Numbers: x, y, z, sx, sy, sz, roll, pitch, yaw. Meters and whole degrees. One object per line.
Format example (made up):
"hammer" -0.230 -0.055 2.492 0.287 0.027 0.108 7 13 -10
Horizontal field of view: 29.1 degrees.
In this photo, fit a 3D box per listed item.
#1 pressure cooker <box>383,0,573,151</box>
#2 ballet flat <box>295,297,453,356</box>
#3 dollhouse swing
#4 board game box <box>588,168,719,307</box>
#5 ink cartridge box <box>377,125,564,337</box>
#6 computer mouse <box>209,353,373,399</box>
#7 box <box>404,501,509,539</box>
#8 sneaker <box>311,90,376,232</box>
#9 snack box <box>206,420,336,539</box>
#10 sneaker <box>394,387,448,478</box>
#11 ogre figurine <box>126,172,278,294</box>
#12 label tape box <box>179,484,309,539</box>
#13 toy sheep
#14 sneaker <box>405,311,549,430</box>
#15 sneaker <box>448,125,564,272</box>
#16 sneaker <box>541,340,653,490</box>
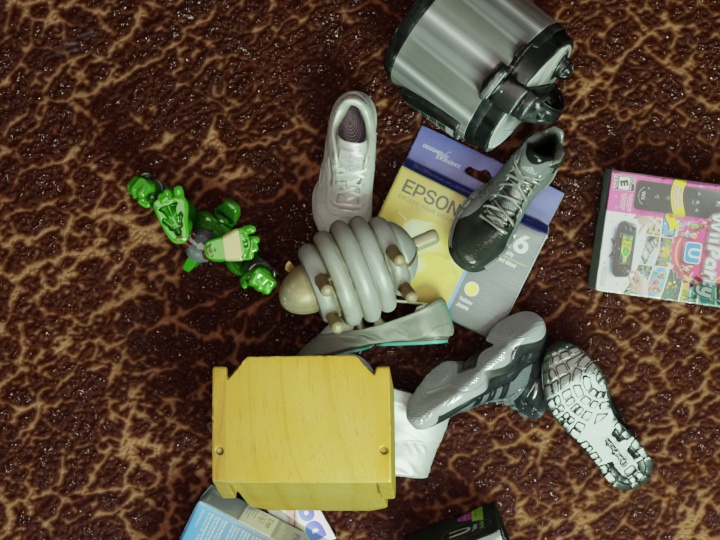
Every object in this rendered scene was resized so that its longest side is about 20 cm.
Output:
"pressure cooker" 0.148 -0.236 1.591 0.200 0.179 0.176 39 61 9
"ballet flat" 0.013 0.069 1.667 0.200 0.067 0.064 -10 89 15
"dollhouse swing" -0.057 0.193 1.612 0.200 0.176 0.182 -1 84 6
"board game box" 0.385 -0.037 1.664 0.200 0.064 0.148 7 93 0
"ink cartridge box" 0.118 -0.045 1.679 0.197 0.047 0.200 25 95 1
"computer mouse" -0.076 0.154 1.638 0.200 0.044 0.110 -23 97 21
"box" 0.143 0.401 1.647 0.124 0.149 0.200 -22 92 3
"sneaker" -0.021 -0.116 1.651 0.075 0.100 0.200 3 94 1
"snack box" -0.109 0.258 1.708 0.072 0.024 0.200 -30 92 3
"sneaker" 0.002 0.190 1.678 0.200 0.074 0.116 18 90 -1
"ogre figurine" -0.184 -0.043 1.649 0.200 0.120 0.098 17 89 -1
"label tape box" -0.130 0.373 1.680 0.200 0.066 0.143 27 104 1
"toy sheep" 0.000 0.000 1.601 0.200 0.138 0.138 -18 92 -8
"sneaker" 0.155 0.147 1.648 0.200 0.075 0.114 -37 119 -7
"sneaker" 0.174 -0.095 1.607 0.075 0.116 0.200 34 68 4
"sneaker" 0.272 0.167 1.660 0.076 0.088 0.200 -30 102 7
